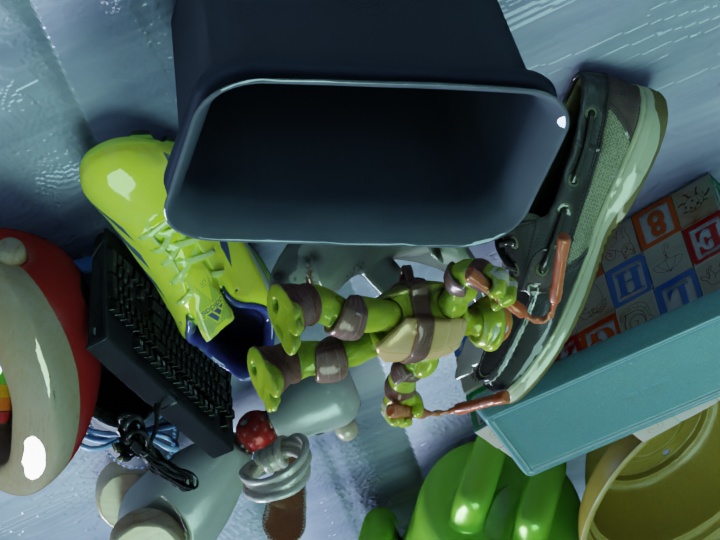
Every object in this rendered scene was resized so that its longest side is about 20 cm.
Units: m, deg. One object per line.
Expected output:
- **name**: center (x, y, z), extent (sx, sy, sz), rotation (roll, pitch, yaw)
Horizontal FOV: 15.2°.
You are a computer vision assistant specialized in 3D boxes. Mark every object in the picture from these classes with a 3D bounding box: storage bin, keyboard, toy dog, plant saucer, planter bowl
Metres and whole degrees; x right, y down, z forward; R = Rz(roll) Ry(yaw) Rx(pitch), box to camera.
- **storage bin**: center (-0.010, -0.098, 1.409), extent (0.198, 0.135, 0.146), rotation (2, 141, -18)
- **keyboard**: center (-0.114, 0.067, 1.581), extent (0.020, 0.128, 0.200), rotation (-6, 157, 18)
- **toy dog**: center (-0.079, 0.148, 1.738), extent (0.199, 0.132, 0.097), rotation (-21, 122, 26)
- **plant saucer**: center (0.167, 0.065, 1.592), extent (0.199, 0.019, 0.070), rotation (-24, 125, 19)
- **planter bowl**: center (0.213, 0.129, 1.804), extent (0.199, 0.084, 0.201), rotation (-19, 134, -20)

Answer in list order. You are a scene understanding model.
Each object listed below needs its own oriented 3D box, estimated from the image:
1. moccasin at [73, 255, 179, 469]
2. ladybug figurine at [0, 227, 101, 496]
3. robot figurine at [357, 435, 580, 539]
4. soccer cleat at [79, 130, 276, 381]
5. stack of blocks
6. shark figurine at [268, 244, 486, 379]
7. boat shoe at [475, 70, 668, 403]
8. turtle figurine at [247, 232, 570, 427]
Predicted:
- **moccasin**: center (-0.152, 0.072, 1.645), extent (0.080, 0.069, 0.201), rotation (-15, 143, 2)
- **ladybug figurine**: center (-0.198, 0.046, 1.559), extent (0.072, 0.136, 0.201), rotation (-29, 154, -29)
- **robot figurine**: center (0.086, 0.196, 1.844), extent (0.174, 0.116, 0.201), rotation (18, 140, 1)
- **soccer cleat**: center (-0.097, -0.007, 1.544), extent (0.064, 0.084, 0.200), rotation (-22, 143, 12)
- **stack of blocks**: center (0.160, 0.043, 1.667), extent (0.199, 0.116, 0.058), rotation (-30, 141, 22)
- **shark figurine**: center (0.014, -0.009, 1.596), extent (0.089, 0.129, 0.214), rotation (-3, 164, 42)
- **boat shoe**: center (0.108, -0.023, 1.563), extent (0.066, 0.072, 0.202), rotation (23, 100, -16)
- **turtle figurine**: center (0.025, 0.027, 1.488), extent (0.160, 0.065, 0.200), rotation (-5, 153, -24)
